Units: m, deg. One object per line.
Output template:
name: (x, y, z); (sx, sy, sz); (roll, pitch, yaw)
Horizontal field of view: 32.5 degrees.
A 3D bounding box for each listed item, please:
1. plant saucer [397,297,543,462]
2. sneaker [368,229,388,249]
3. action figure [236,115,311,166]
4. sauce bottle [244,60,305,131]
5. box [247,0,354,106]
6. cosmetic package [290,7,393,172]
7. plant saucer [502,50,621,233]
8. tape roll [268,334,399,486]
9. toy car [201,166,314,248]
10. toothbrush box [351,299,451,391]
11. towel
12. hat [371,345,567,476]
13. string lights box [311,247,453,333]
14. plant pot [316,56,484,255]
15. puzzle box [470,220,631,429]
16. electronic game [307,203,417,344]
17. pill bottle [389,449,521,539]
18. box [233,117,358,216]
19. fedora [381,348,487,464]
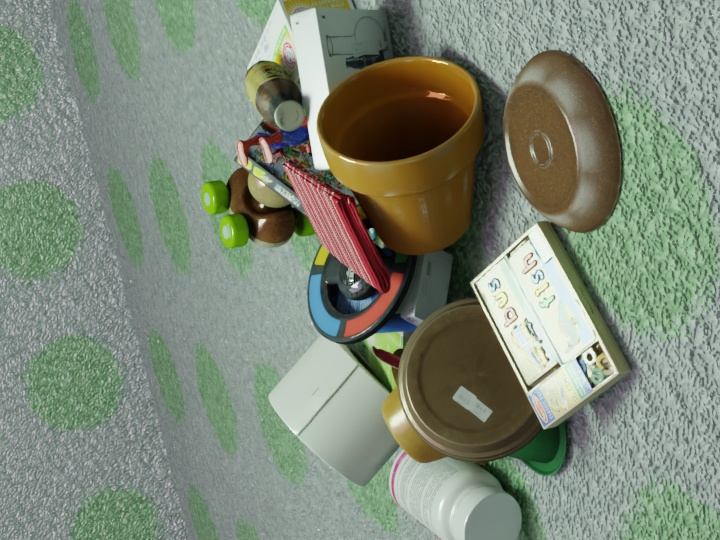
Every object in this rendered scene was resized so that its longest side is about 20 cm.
plant saucer: (0.139, 0.128, 1.485); (0.202, 0.198, 0.029); (64, -175, 20)
sneaker: (0.054, -0.065, 1.701); (0.199, 0.076, 0.081); (172, 94, -65)
action figure: (-0.089, -0.178, 1.658); (0.065, 0.200, 0.052); (-10, 105, 33)
sauce bottle: (-0.110, -0.230, 1.640); (0.200, 0.064, 0.066); (-124, 25, -63)
box: (-0.078, -0.308, 1.785); (0.102, 0.111, 0.200); (67, 155, 13)
cosmetic package: (-0.012, -0.236, 1.604); (0.051, 0.150, 0.203); (-7, 94, 41)
plant saucer: (0.208, -0.135, 1.342); (0.201, 0.036, 0.203); (49, 148, 46)
tape roll: (-0.021, 0.203, 1.843); (0.202, 0.139, 0.203); (42, -177, -3)
toy car: (-0.147, -0.154, 2.001); (0.159, 0.162, 0.201); (57, 143, 33)
toothbrush box: (0.047, 0.070, 1.786); (0.200, 0.085, 0.147); (48, 146, 48)
towel: (-0.030, -0.059, 1.558); (0.200, 0.022, 0.146); (38, 156, 59)
hat: (0.133, 0.192, 1.548); (0.200, 0.174, 0.167); (48, 145, 46)
string lights box: (0.026, 0.027, 1.666); (0.198, 0.059, 0.104); (-7, 66, 46)
plant pot: (0.062, -0.128, 1.512); (0.200, 0.199, 0.185); (49, 163, 44)
puzzle box: (0.213, 0.062, 1.416); (0.133, 0.025, 0.202); (-46, 61, 41)
electronic game: (0.000, 0.000, 1.629); (0.199, 0.041, 0.203); (-26, 52, 38)
pill bottle: (0.132, 0.319, 1.721); (0.199, 0.112, 0.115); (25, 128, 61)
box: (-0.071, -0.141, 1.762); (0.199, 0.111, 0.035); (37, 152, -5)
fedora: (0.089, 0.197, 1.646); (0.082, 0.200, 0.202); (-40, 60, 18)
